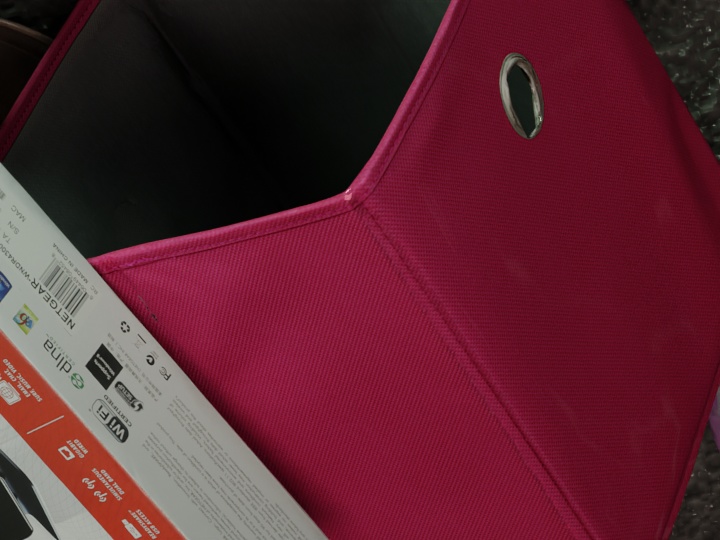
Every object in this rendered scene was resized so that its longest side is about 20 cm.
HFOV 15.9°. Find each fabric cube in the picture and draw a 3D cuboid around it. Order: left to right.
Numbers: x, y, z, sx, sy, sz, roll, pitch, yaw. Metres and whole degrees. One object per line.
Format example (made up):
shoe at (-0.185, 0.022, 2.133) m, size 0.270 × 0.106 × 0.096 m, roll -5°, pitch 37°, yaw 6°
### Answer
fabric cube at (0.000, 0.000, 0.904) m, size 0.200 × 0.196 × 0.200 m, roll -12°, pitch 126°, yaw 34°

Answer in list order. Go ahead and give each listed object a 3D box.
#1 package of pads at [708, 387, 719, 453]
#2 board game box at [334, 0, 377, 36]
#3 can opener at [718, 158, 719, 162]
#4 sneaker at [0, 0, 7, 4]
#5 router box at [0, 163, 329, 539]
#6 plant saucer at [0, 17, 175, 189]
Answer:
package of pads at (0.220, 0.018, 1.010) m, size 0.200 × 0.076 × 0.121 m, roll -34°, pitch 121°, yaw -21°
board game box at (0.019, -0.217, 0.915) m, size 0.199 × 0.043 × 0.200 m, roll -36°, pitch 117°, yaw 12°
can opener at (0.104, -0.029, 1.036) m, size 0.200 × 0.053 × 0.067 m, roll 31°, pitch 143°, yaw -22°
sneaker at (-0.115, -0.171, 0.887) m, size 0.090 × 0.078 × 0.200 m, roll 42°, pitch 148°, yaw 8°
router box at (-0.131, 0.068, 0.841) m, size 0.179 × 0.049 × 0.200 m, roll -27°, pitch 110°, yaw 39°
plant saucer at (-0.170, -0.016, 1.006) m, size 0.200 × 0.035 × 0.201 m, roll -3°, pitch 118°, yaw -6°
